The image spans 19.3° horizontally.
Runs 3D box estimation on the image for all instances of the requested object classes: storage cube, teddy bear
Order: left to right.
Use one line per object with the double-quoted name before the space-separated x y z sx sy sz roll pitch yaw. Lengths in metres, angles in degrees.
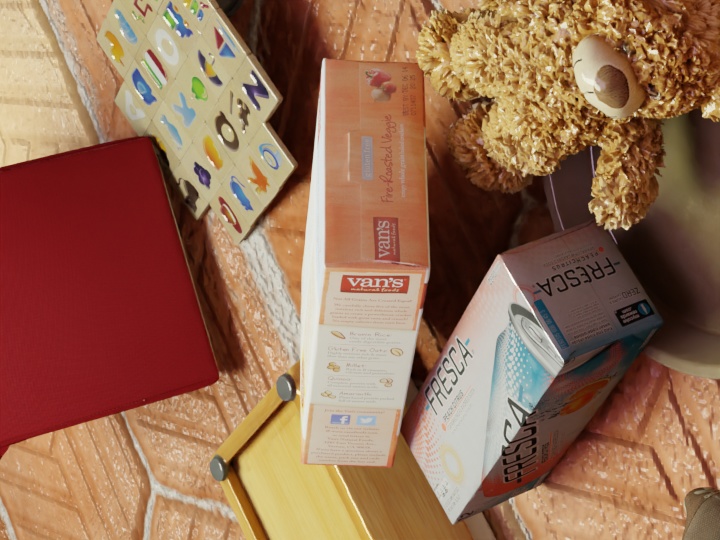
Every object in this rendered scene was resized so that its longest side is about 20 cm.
"storage cube" -0.226 0.022 1.428 0.171 0.180 0.200 -19 87 62
"teddy bear" 0.093 -0.091 1.017 0.200 0.067 0.145 16 118 51

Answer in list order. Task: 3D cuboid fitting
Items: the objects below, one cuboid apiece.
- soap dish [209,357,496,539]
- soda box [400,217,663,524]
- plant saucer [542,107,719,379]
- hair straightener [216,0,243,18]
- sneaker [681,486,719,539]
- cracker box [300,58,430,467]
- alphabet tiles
"soap dish" -0.005 0.150 1.277 0.200 0.081 0.157 63 143 17
"soda box" 0.084 0.057 1.107 0.068 0.063 0.200 60 154 20
"plant saucer" 0.163 -0.047 1.020 0.200 0.029 0.200 23 120 47
"hair straightener" -0.122 -0.234 1.264 0.077 0.041 0.200 12 137 50
"sneaker" 0.175 0.201 1.082 0.076 0.070 0.200 -121 37 -52
"cracker box" 0.000 0.000 1.142 0.200 0.058 0.134 97 174 -56
"alphabet tiles" -0.105 -0.107 1.328 0.167 0.006 0.200 55 154 6
